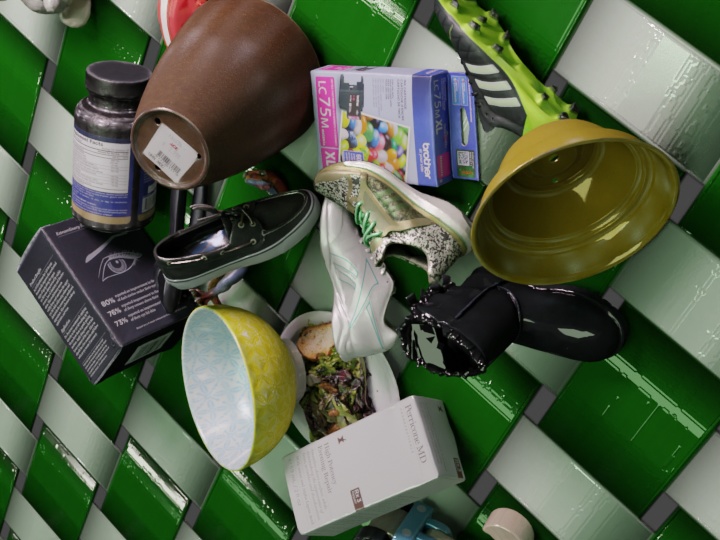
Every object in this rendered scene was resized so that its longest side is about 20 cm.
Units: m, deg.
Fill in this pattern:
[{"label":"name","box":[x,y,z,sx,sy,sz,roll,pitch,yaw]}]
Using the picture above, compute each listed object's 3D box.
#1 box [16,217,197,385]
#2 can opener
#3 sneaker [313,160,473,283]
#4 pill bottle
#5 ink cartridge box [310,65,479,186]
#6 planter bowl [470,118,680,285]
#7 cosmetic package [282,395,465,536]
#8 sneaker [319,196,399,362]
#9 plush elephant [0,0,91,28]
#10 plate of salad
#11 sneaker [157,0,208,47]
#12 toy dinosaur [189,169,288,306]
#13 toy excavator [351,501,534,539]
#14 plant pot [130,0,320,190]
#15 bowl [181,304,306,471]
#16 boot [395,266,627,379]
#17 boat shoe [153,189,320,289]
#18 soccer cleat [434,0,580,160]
[{"label":"box","box":[-0.342,0.027,1.506,0.201,0.147,0.104,53,131,11]},{"label":"can opener","box":[-0.227,-0.045,1.448,0.079,0.063,0.203,41,122,53]},{"label":"sneaker","box":[0.025,-0.050,1.192,0.198,0.089,0.077,25,153,20]},{"label":"pill bottle","box":[-0.315,-0.160,1.437,0.111,0.111,0.203,25,120,29]},{"label":"ink cartridge box","box":[0.035,-0.158,1.206,0.198,0.042,0.121,9,112,35]},{"label":"planter bowl","box":[0.192,-0.081,1.048,0.201,0.198,0.084,-49,40,39]},{"label":"cosmetic package","box":[0.013,0.230,1.294,0.199,0.074,0.103,-30,64,26]},{"label":"sneaker","box":[0.000,0.000,1.283,0.079,0.070,0.203,-8,95,12]},{"label":"plush elephant","box":[-0.387,-0.386,1.383,0.200,0.163,0.157,33,115,59]},{"label":"plate of salad","box":[-0.036,0.149,1.371,0.198,0.048,0.203,14,115,34]},{"label":"sneaker","box":[-0.166,-0.325,1.279,0.115,0.078,0.203,25,122,31]},{"label":"toy dinosaur","box":[-0.156,-0.045,1.385,0.181,0.200,0.105,-40,82,2]},{"label":"toy excavator","box":[0.094,0.336,1.319,0.198,0.100,0.197,21,121,17]},{"label":"plant pot","box":[-0.162,-0.175,1.216,0.184,0.201,0.189,12,126,16]},{"label":"bowl","box":[-0.131,0.133,1.363,0.199,0.107,0.203,24,120,52]},{"label":"boot","box":[0.148,0.061,1.113,0.197,0.162,0.074,23,122,30]},{"label":"boat shoe","box":[-0.140,-0.041,1.254,0.198,0.057,0.069,-27,54,3]},{"label":"soccer cleat","box":[0.131,-0.189,1.099,0.201,0.067,0.081,51,131,8]}]
